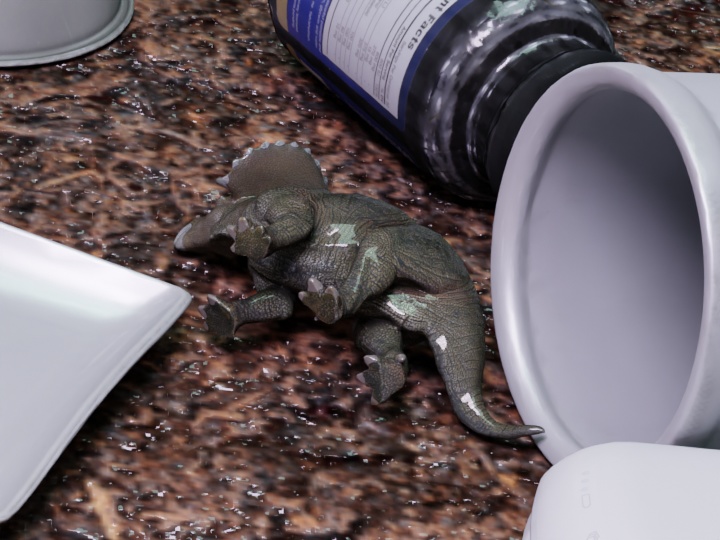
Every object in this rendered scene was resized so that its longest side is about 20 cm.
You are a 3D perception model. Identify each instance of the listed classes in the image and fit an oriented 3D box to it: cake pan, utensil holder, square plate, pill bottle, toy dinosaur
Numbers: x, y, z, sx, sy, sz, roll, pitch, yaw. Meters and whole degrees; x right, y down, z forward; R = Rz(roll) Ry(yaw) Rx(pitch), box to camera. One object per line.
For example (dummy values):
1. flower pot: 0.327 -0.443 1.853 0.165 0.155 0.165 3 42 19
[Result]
1. cake pan: -0.209 -0.162 1.480 0.200 0.037 0.200 10 29 -6
2. utensil holder: 0.179 0.003 1.216 0.199 0.170 0.170 1 31 -27
3. square plate: -0.191 0.027 1.159 0.199 0.029 0.198 19 30 10
4. pill bottle: 0.050 -0.102 1.403 0.112 0.112 0.200 -8 35 -34
5. toy dinosaur: 0.000 0.000 1.238 0.200 0.077 0.102 22 37 22

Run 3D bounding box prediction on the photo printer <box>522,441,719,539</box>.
1. photo printer: 0.158 0.131 1.073 0.199 0.070 0.167 6 29 -12
